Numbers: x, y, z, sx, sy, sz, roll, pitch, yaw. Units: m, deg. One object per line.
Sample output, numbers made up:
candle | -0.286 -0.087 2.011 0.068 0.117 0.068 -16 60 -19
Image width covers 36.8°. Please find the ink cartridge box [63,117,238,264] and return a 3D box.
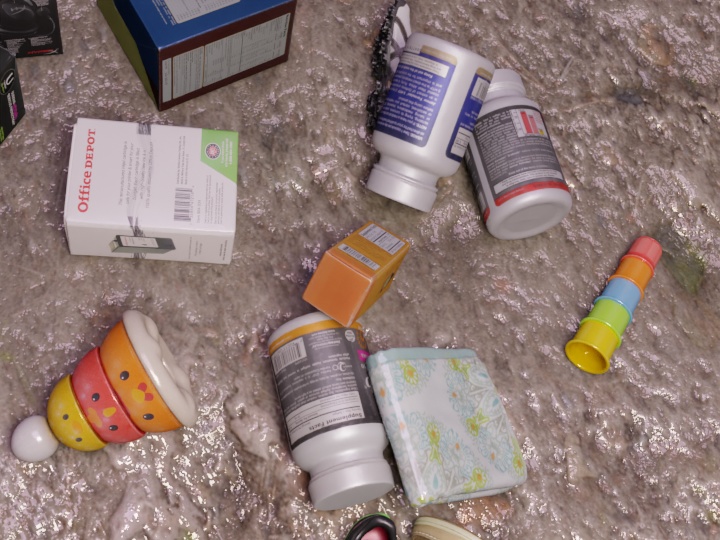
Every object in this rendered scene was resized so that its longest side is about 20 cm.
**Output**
ink cartridge box | -0.250 -0.095 1.313 0.197 0.084 0.148 4 63 -10

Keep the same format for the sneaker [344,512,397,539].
sneaker | -0.009 0.348 1.147 0.076 0.084 0.202 17 62 -2

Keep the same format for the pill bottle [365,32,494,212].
pill bottle | 0.081 -0.183 1.365 0.118 0.120 0.203 21 96 0

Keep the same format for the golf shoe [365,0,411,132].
golf shoe | 0.062 -0.272 1.472 0.093 0.078 0.203 9 73 -11

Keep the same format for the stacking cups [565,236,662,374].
stacking cups | 0.326 0.037 1.384 0.060 0.061 0.201 31 59 5

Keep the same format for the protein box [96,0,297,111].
protein box | -0.217 -0.354 1.416 0.198 0.135 0.200 -25 71 -21

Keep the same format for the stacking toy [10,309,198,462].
stacking toy | -0.288 0.151 1.183 0.198 0.146 0.147 -32 73 -4

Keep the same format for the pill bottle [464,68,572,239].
pill bottle | 0.193 -0.153 1.412 0.114 0.116 0.203 -8 67 -15

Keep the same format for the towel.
towel | 0.100 0.172 1.224 0.198 0.048 0.173 5 58 -47

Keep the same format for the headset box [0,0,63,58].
headset box | -0.449 -0.346 1.330 0.147 0.201 0.078 -9 67 -14

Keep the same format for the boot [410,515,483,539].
boot | 0.109 0.376 1.167 0.199 0.072 0.155 36 66 7

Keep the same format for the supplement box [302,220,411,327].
supplement box | 0.000 0.000 1.264 0.068 0.067 0.200 31 18 9

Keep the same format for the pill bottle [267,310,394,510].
pill bottle | -0.031 0.157 1.218 0.115 0.117 0.203 -9 67 -15

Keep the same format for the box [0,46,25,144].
box | -0.516 -0.184 1.281 0.147 0.125 0.201 28 62 3
